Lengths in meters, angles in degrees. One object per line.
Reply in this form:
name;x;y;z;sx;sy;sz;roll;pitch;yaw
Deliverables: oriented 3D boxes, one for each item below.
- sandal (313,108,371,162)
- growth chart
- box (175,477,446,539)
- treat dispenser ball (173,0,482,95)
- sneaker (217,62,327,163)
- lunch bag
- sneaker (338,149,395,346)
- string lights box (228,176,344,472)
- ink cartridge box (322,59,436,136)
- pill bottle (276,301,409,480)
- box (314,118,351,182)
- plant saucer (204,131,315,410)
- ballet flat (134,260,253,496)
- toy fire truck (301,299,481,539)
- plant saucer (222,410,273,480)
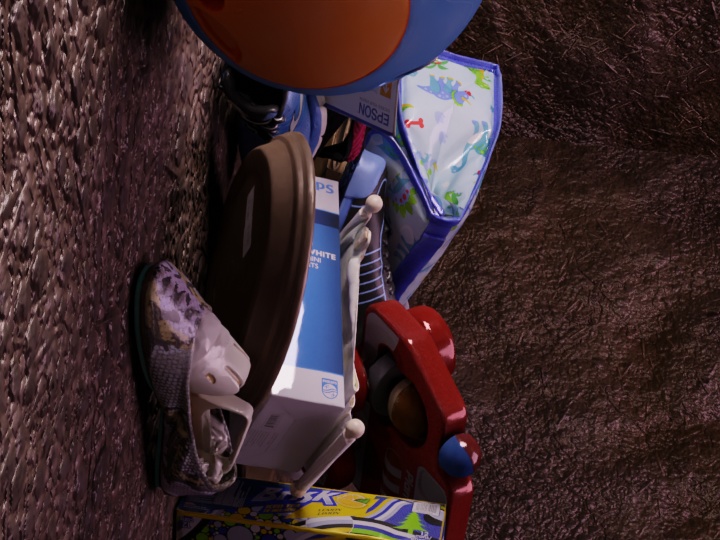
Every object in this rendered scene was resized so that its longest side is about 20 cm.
sandal;0.000;-0.129;1.173;0.200;0.045;0.075;-49;-164;38
growth chart;-0.023;0.060;1.090;0.145;0.018;0.201;136;-38;-59
box;-0.037;0.208;1.106;0.064;0.199;0.070;-67;162;-67
treat dispenser ball;-0.019;-0.201;0.829;0.201;0.200;0.202;7;90;-84
sneaker;-0.073;-0.133;1.078;0.089;0.078;0.201;-49;159;-38
lunch bag;0.045;-0.075;1.306;0.170;0.127;0.201;121;-24;-51
sneaker;0.000;0.000;1.237;0.070;0.077;0.201;-96;-156;-74
string lights box;-0.058;0.035;1.088;0.103;0.059;0.201;124;-29;-49
ink cartridge box;-0.010;-0.224;1.101;0.196;0.043;0.201;31;-54;48
pill bottle;-0.032;0.101;1.401;0.112;0.111;0.201;-73;-179;-61
box;-0.037;-0.088;1.353;0.200;0.021;0.164;119;-13;-50
plant saucer;-0.076;-0.001;1.023;0.200;0.029;0.201;-168;-90;-73
ballet flat;-0.104;0.075;0.955;0.072;0.072;0.201;-77;171;-47
toy fire truck;0.039;0.133;1.171;0.168;0.112;0.201;45;-41;39
plant saucer;-0.091;0.116;1.244;0.200;0.029;0.201;6;90;-84
